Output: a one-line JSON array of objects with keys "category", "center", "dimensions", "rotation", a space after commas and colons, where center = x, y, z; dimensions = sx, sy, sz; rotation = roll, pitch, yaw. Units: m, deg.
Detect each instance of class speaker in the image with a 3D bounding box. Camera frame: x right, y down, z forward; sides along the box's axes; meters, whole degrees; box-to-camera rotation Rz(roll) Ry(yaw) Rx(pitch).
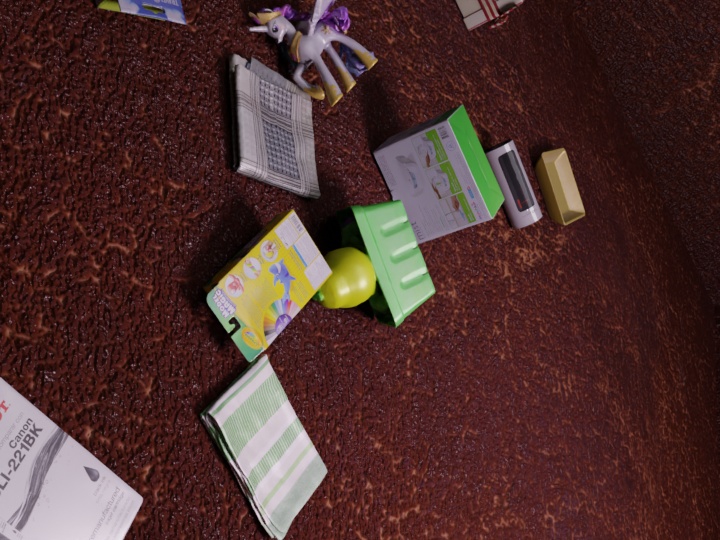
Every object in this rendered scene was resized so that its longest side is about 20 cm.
[{"category": "speaker", "center": [0.366, -0.205, 1.887], "dimensions": [0.081, 0.080, 0.204], "rotation": [-36, 106, -54]}]

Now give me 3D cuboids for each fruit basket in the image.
[{"category": "fruit basket", "center": [0.000, 0.000, 1.265], "dimensions": [0.210, 0.155, 0.222], "rotation": [0, 90, -13]}]

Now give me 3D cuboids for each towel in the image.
[{"category": "towel", "center": [-0.123, 0.235, 1.057], "dimensions": [0.203, 0.023, 0.153], "rotation": [63, 35, -13]}, {"category": "towel", "center": [-0.131, -0.226, 1.238], "dimensions": [0.191, 0.034, 0.205], "rotation": [16, 63, -51]}]

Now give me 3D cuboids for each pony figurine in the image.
[{"category": "pony figurine", "center": [-0.068, -0.394, 1.304], "dimensions": [0.200, 0.166, 0.194], "rotation": [46, 66, -8]}]

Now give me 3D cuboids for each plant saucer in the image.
[{"category": "plant saucer", "center": [0.546, -0.230, 2.177], "dimensions": [0.199, 0.048, 0.204], "rotation": [-20, 93, -56]}]

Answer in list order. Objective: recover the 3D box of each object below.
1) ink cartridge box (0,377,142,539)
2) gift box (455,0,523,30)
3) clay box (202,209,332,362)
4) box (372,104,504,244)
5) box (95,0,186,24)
[{"category": "ink cartridge box", "center": [-0.323, 0.221, 0.728], "dimensions": [0.201, 0.083, 0.146], "rotation": [51, 41, -27]}, {"category": "gift box", "center": [0.341, -0.731, 1.985], "dimensions": [0.189, 0.197, 0.185], "rotation": [59, 42, -20]}, {"category": "clay box", "center": [-0.133, 0.021, 1.092], "dimensions": [0.200, 0.047, 0.116], "rotation": [-48, 114, -37]}, {"category": "box", "center": [0.147, -0.176, 1.481], "dimensions": [0.203, 0.174, 0.097], "rotation": [62, 37, -14]}, {"category": "box", "center": [-0.314, -0.428, 1.058], "dimensions": [0.121, 0.047, 0.205], "rotation": [-11, 85, -55]}]
